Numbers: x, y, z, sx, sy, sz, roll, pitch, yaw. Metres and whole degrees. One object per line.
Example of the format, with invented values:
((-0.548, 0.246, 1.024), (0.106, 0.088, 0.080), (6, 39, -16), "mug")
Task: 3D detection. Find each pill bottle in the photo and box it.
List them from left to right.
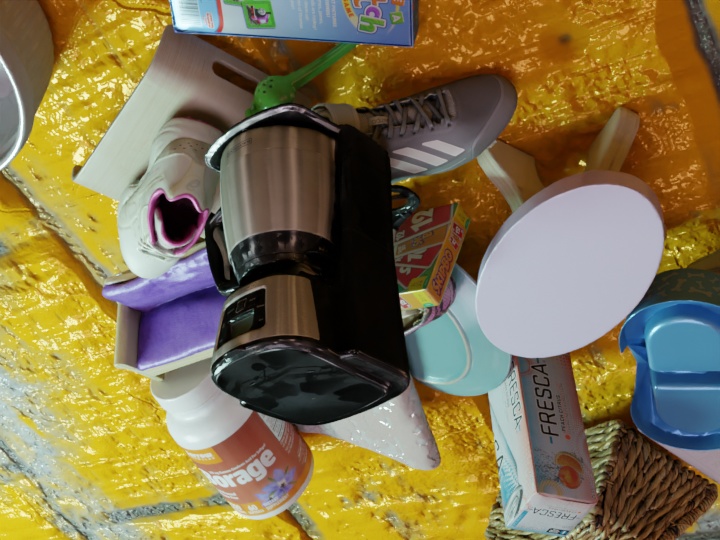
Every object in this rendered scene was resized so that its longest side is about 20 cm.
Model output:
((-0.142, 0.172, 1.187), (0.111, 0.113, 0.201), (-13, 129, 26), "pill bottle")

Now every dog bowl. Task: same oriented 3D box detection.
((0.286, 0.077, 0.936), (0.110, 0.050, 0.201), (-2, 136, 21), "dog bowl")

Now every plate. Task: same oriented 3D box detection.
((0.052, 0.050, 1.029), (0.199, 0.026, 0.201), (28, 144, 22), "plate")

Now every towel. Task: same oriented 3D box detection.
((-0.021, 0.118, 1.121), (0.189, 0.032, 0.201), (10, 138, 34), "towel")

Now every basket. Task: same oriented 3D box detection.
((0.244, 0.262, 1.117), (0.148, 0.144, 0.200), (33, 149, -15), "basket")

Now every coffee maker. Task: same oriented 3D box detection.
((-0.021, 0.003, 0.809), (0.190, 0.202, 0.135), (9, 150, -23), "coffee maker")

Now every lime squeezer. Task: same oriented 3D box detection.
((-0.067, -0.122, 0.905), (0.038, 0.070, 0.201), (45, 120, 30), "lime squeezer")

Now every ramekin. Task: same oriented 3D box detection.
((-0.356, -0.186, 0.917), (0.197, 0.106, 0.202), (8, 135, 8), "ramekin")

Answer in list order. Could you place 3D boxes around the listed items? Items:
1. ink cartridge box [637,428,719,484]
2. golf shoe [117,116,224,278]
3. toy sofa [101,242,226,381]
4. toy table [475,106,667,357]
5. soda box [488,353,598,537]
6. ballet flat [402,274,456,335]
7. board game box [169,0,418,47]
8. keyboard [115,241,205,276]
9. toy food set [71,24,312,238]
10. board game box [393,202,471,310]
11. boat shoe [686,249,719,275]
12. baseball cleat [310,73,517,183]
((0.380, 0.162, 1.074), (0.199, 0.060, 0.104), (34, 132, -16), "ink cartridge box")
((-0.173, -0.043, 0.941), (0.074, 0.092, 0.201), (14, 141, -16), "golf shoe")
((-0.162, 0.038, 1.069), (0.198, 0.084, 0.097), (-19, 150, 29), "toy sofa")
((0.173, -0.033, 0.908), (0.183, 0.118, 0.200), (33, 131, -16), "toy table")
((0.164, 0.141, 1.012), (0.063, 0.202, 0.069), (12, 136, -14), "soda box")
((-0.002, 0.049, 0.973), (0.199, 0.071, 0.070), (-29, 87, 37), "ballet flat")
((-0.055, -0.249, 0.822), (0.197, 0.037, 0.152), (6, 133, 10), "board game box")
((-0.155, -0.011, 1.081), (0.198, 0.011, 0.056), (-18, 154, 29), "keyboard")
((-0.155, -0.116, 0.970), (0.142, 0.061, 0.200), (24, 136, -24), "toy food set")
((0.000, 0.000, 0.951), (0.199, 0.096, 0.030), (-14, 131, 42), "board game box")
((0.354, -0.033, 0.898), (0.199, 0.075, 0.069), (-25, 103, 35), "boat shoe")
((0.027, -0.111, 0.874), (0.198, 0.070, 0.106), (-27, 152, 18), "baseball cleat")
